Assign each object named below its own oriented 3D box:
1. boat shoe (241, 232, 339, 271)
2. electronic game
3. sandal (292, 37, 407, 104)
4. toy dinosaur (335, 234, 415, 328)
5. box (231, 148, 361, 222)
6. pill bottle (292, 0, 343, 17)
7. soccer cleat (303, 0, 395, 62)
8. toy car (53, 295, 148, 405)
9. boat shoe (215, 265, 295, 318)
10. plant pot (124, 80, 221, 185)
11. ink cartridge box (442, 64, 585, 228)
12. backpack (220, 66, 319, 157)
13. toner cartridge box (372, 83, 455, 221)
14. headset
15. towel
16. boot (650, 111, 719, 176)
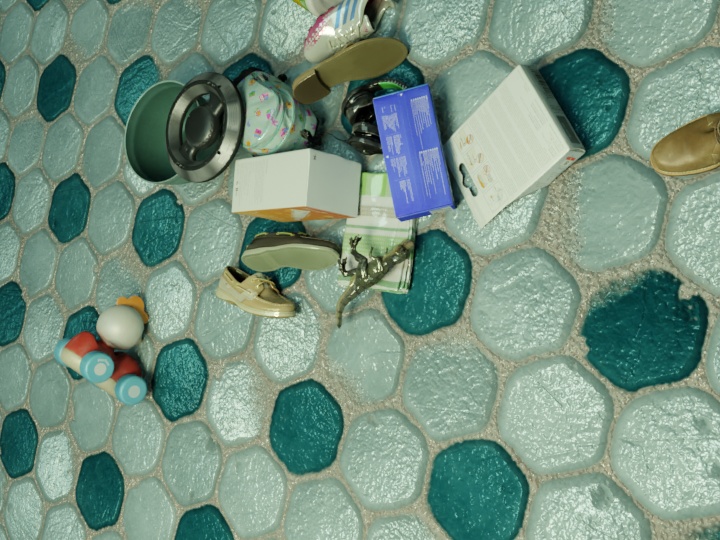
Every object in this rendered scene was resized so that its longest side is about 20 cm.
[{"bbox_3d":[-0.122,-0.041,1.400,0.200,0.072,0.061,-2,52,29],"label":"boat shoe"},{"bbox_3d":[-0.284,-0.258,1.416,0.199,0.042,0.201,-5,82,37],"label":"electronic game"},{"bbox_3d":[-0.026,-0.366,1.356,0.211,0.078,0.070,-23,50,14],"label":"sandal"},{"bbox_3d":[0.000,0.000,1.286,0.200,0.047,0.088,-46,64,27],"label":"toy dinosaur"},{"bbox_3d":[-0.113,-0.143,1.360,0.199,0.124,0.098,0,84,45],"label":"box"},{"bbox_3d":[-0.108,-0.549,1.429,0.200,0.111,0.111,42,109,33],"label":"pill bottle"},{"bbox_3d":[-0.022,-0.428,1.374,0.200,0.070,0.087,-42,59,25],"label":"soccer cleat"},{"bbox_3d":[-0.502,0.151,1.637,0.184,0.177,0.201,10,62,50],"label":"toy car"},{"bbox_3d":[-0.194,0.037,1.443,0.199,0.074,0.070,17,100,38],"label":"boat shoe"},{"bbox_3d":[-0.349,-0.259,1.555,0.199,0.134,0.202,-4,82,29],"label":"plant pot"},{"bbox_3d":[0.225,-0.182,1.187,0.200,0.050,0.163,-46,59,44],"label":"ink cartridge box"},{"bbox_3d":[-0.172,-0.272,1.428,0.200,0.126,0.168,39,110,41],"label":"backpack"},{"bbox_3d":[0.086,-0.186,1.249,0.094,0.043,0.201,-12,82,11],"label":"toner cartridge box"},{"bbox_3d":[0.000,-0.252,1.321,0.199,0.094,0.124,-18,73,22],"label":"headset"},{"bbox_3d":[0.028,-0.066,1.316,0.149,0.031,0.201,5,87,37],"label":"towel"},{"bbox_3d":[0.455,-0.174,0.980,0.199,0.075,0.074,-17,76,35],"label":"boot"}]
